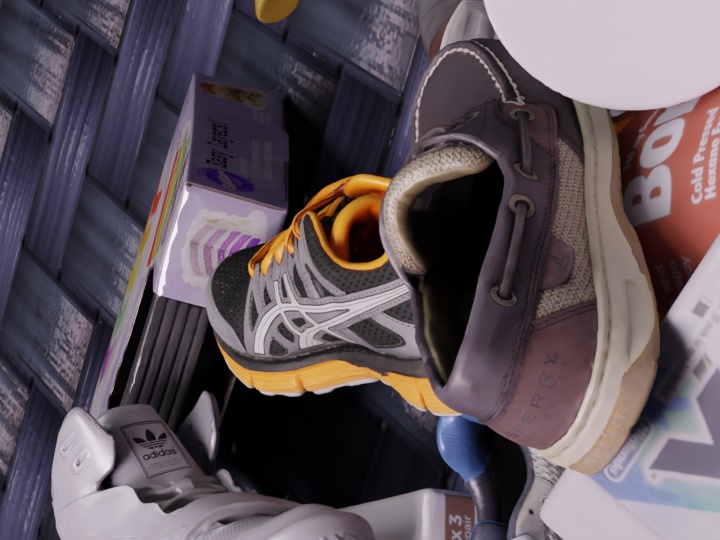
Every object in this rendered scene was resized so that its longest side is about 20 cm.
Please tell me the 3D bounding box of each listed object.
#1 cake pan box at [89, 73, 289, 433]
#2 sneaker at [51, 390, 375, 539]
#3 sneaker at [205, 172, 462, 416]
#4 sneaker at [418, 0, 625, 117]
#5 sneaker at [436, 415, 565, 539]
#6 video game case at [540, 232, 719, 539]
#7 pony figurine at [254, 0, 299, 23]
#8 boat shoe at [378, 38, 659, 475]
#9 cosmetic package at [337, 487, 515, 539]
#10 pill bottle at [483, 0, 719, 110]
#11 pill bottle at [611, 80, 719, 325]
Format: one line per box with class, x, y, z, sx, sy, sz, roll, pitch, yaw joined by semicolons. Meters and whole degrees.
cake pan box;-0.080;0.024;1.220;0.200;0.052;0.184;-97;22;-70
sneaker;-0.065;0.096;1.051;0.200;0.075;0.115;-38;63;55
sneaker;0.000;0.000;1.020;0.200;0.078;0.077;2;126;55
sneaker;0.058;-0.095;1.063;0.082;0.077;0.200;129;152;-58
sneaker;0.070;0.123;0.954;0.077;0.085;0.200;-54;40;40
video game case;0.162;0.059;0.752;0.182;0.022;0.200;39;129;13
pony figurine;-0.042;-0.243;1.218;0.200;0.166;0.193;59;142;28
boat shoe;0.039;-0.017;0.833;0.072;0.065;0.200;-57;25;29
cosmetic package;0.002;0.149;1.085;0.200;0.074;0.102;-17;67;56
pill bottle;0.092;-0.140;0.881;0.120;0.120;0.200;-60;9;33
pill bottle;0.124;-0.007;0.866;0.200;0.112;0.112;-21;64;57
